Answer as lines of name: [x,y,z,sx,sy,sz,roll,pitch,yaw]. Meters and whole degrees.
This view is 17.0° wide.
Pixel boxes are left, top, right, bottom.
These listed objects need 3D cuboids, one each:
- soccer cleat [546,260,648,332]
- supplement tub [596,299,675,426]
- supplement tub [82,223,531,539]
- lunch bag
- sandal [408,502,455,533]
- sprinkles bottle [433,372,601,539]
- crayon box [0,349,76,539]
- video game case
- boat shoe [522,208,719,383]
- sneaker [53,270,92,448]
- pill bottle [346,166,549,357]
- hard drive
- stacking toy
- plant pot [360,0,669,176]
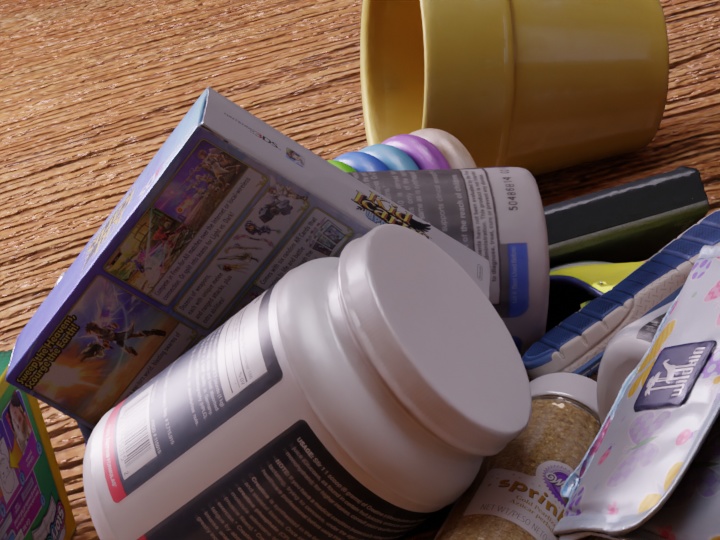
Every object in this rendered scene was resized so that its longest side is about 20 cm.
soccer cleat: [0.174,0.023,1.404,0.200,0.065,0.084,-4,7,40]
supplement tub: [0.231,0.048,1.239,0.200,0.123,0.122,-25,24,-26]
supplement tub: [-0.028,0.082,1.206,0.200,0.140,0.140,-37,12,24]
lunch bag: [0.197,0.082,1.066,0.200,0.127,0.170,21,69,39]
sandal: [0.065,0.092,1.340,0.200,0.045,0.075,-24,25,-22]
sprinkles bottle: [0.081,0.126,1.216,0.068,0.068,0.200,-4,24,24]
crayon box: [-0.221,0.140,1.306,0.058,0.119,0.200,-9,22,14]
video game case: [-0.061,0.026,1.281,0.200,0.181,0.045,-49,20,28]
boat shoe: [0.187,0.023,1.328,0.200,0.072,0.072,-33,11,-1]
sneaker: [-0.090,0.041,1.422,0.199,0.147,0.081,-9,18,17]
pill bottle: [0.000,0.000,1.363,0.199,0.114,0.114,-2,21,-6]
hard drive: [0.110,-0.012,1.501,0.199,0.033,0.140,-16,-10,-4]
stacking toy: [-0.021,-0.038,1.485,0.200,0.086,0.085,-9,13,-40]
plant pot: [0.112,-0.149,1.727,0.188,0.201,0.201,-3,19,-14]
